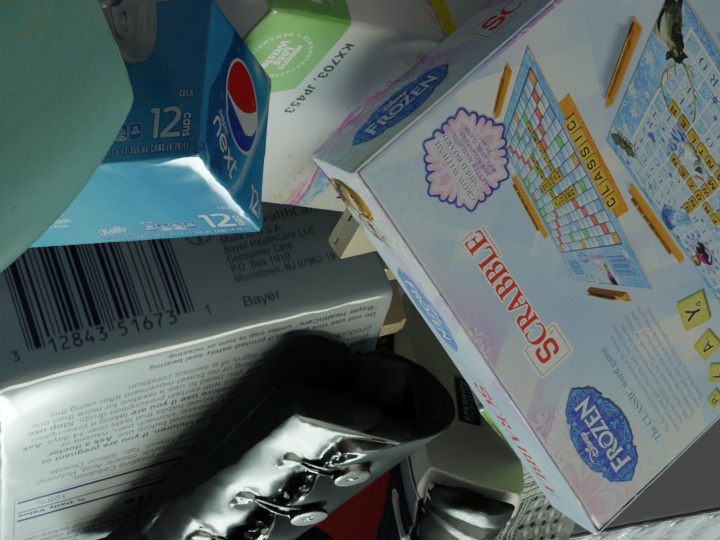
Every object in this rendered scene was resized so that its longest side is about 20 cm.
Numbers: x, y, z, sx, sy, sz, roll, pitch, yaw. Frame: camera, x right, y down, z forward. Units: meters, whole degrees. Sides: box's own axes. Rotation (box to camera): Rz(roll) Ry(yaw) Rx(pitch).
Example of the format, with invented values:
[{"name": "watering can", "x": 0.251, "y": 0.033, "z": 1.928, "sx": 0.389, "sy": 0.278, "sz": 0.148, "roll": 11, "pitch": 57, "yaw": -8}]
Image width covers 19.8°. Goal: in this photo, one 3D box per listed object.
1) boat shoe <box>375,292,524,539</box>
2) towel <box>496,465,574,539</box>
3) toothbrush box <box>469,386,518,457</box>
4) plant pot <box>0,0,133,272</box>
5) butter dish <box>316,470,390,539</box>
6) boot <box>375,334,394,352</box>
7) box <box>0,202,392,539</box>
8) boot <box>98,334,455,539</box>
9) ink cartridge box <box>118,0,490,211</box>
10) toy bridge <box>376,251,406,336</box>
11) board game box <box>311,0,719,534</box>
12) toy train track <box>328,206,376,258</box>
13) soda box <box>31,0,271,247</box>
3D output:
[{"name": "boat shoe", "x": 0.039, "y": 0.086, "z": 1.078, "sx": 0.074, "sy": 0.200, "sz": 0.093, "roll": 19, "pitch": 123, "yaw": -8}, {"name": "towel", "x": 0.073, "y": 0.171, "z": 1.217, "sx": 0.200, "sy": 0.034, "sz": 0.193, "roll": -7, "pitch": 119, "yaw": -55}, {"name": "toothbrush box", "x": 0.131, "y": -0.022, "z": 0.991, "sx": 0.199, "sy": 0.146, "sz": 0.086, "roll": -23, "pitch": 154, "yaw": 7}, {"name": "plant pot", "x": -0.167, "y": -0.070, "z": 0.633, "sx": 0.160, "sy": 0.201, "sz": 0.201, "roll": -29, "pitch": 156, "yaw": -9}, {"name": "butter dish", "x": 0.024, "y": 0.189, "z": 1.321, "sx": 0.199, "sy": 0.148, "sz": 0.200, "roll": -20, "pitch": 155, "yaw": -3}, {"name": "boot", "x": 0.049, "y": 0.065, "z": 1.189, "sx": 0.199, "sy": 0.075, "sz": 0.107, "roll": -13, "pitch": 158, "yaw": -19}, {"name": "box", "x": -0.098, "y": 0.036, "z": 0.980, "sx": 0.183, "sy": 0.105, "sz": 0.200, "roll": -13, "pitch": 153, "yaw": -17}, {"name": "boot", "x": -0.023, "y": 0.106, "z": 0.991, "sx": 0.164, "sy": 0.066, "sz": 0.200, "roll": 1, "pitch": 142, "yaw": -43}, {"name": "ink cartridge box", "x": -0.001, "y": -0.083, "z": 0.861, "sx": 0.199, "sy": 0.068, "sz": 0.117, "roll": 5, "pitch": 144, "yaw": -42}, {"name": "toy bridge", "x": 0.000, "y": 0.000, "z": 1.022, "sx": 0.027, "sy": 0.068, "sz": 0.200, "roll": -13, "pitch": 161, "yaw": -13}, {"name": "board game box", "x": 0.111, "y": -0.032, "z": 0.837, "sx": 0.199, "sy": 0.041, "sz": 0.200, "roll": -41, "pitch": 117, "yaw": -12}, {"name": "toy train track", "x": 0.066, "y": -0.042, "z": 0.883, "sx": 0.199, "sy": 0.033, "sz": 0.115, "roll": -15, "pitch": 149, "yaw": -37}, {"name": "soda box", "x": -0.137, "y": -0.049, "z": 0.754, "sx": 0.199, "sy": 0.065, "sz": 0.068, "roll": -4, "pitch": 157, "yaw": 16}]
